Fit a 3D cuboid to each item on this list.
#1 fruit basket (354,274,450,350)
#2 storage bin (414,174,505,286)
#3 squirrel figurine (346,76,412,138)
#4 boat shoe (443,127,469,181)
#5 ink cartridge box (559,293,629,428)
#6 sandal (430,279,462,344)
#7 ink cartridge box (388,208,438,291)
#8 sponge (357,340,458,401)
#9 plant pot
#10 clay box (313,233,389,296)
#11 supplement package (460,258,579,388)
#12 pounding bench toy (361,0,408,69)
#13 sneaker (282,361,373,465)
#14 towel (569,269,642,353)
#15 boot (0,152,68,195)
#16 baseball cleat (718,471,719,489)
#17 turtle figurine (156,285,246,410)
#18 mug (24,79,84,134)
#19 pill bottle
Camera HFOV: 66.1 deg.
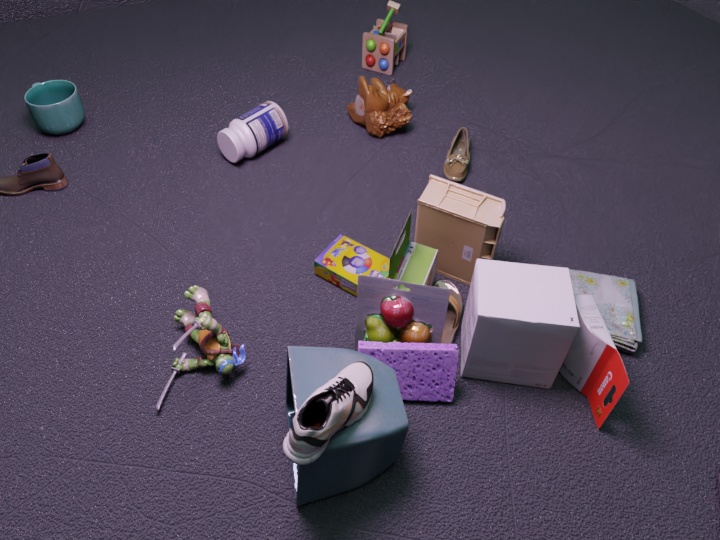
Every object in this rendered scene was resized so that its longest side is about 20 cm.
[{"bbox_3d":[0.078,0.100,1.108,0.179,0.205,0.094,8,31,7],"label":"fruit basket"},{"bbox_3d":[0.225,-0.085,1.281,0.194,0.203,0.094,22,50,18],"label":"storage bin"},{"bbox_3d":[0.085,-0.511,1.746,0.182,0.143,0.203,-15,62,-29],"label":"squirrel figurine"},{"bbox_3d":[0.286,-0.337,1.612,0.071,0.064,0.203,13,48,11],"label":"boat shoe"},{"bbox_3d":[0.435,0.175,1.071,0.046,0.163,0.204,0,46,-3],"label":"ink cartridge box"},{"bbox_3d":[0.183,0.094,1.213,0.078,0.055,0.203,11,48,9],"label":"sandal"},{"bbox_3d":[0.114,-0.002,1.192,0.074,0.203,0.150,17,54,15],"label":"ink cartridge box"},{"bbox_3d":[0.089,0.197,1.077,0.193,0.115,0.030,2,19,0],"label":"sponge"},{"bbox_3d":[-0.025,0.259,0.967,0.193,0.199,0.200,-4,46,-12],"label":"plant pot"},{"bbox_3d":[0.000,0.000,1.302,0.196,0.048,0.115,26,51,22],"label":"clay box"},{"bbox_3d":[0.306,0.107,1.104,0.185,0.204,0.150,6,46,4],"label":"supplement package"},{"bbox_3d":[0.085,-0.834,1.976,0.121,0.204,0.157,19,48,16],"label":"pounding bench toy"},{"bbox_3d":[-0.036,0.201,0.835,0.073,0.081,0.200,30,43,17],"label":"sneaker"},{"bbox_3d":[0.532,0.082,1.238,0.166,0.049,0.203,12,47,8],"label":"towel"},{"bbox_3d":[-0.908,-0.267,1.494,0.193,0.099,0.076,-8,46,-9],"label":"boot"},{"bbox_3d":[0.647,0.387,0.915,0.068,0.109,0.202,11,45,16],"label":"baseball cleat"},{"bbox_3d":[-0.341,0.130,1.108,0.195,0.147,0.195,-18,45,-22],"label":"turtle figurine"},{"bbox_3d":[-0.931,-0.502,1.702,0.147,0.116,0.188,-11,47,-11],"label":"mug"},{"bbox_3d":[-0.316,-0.405,1.625,0.114,0.118,0.199,32,53,26],"label":"pill bottle"}]
